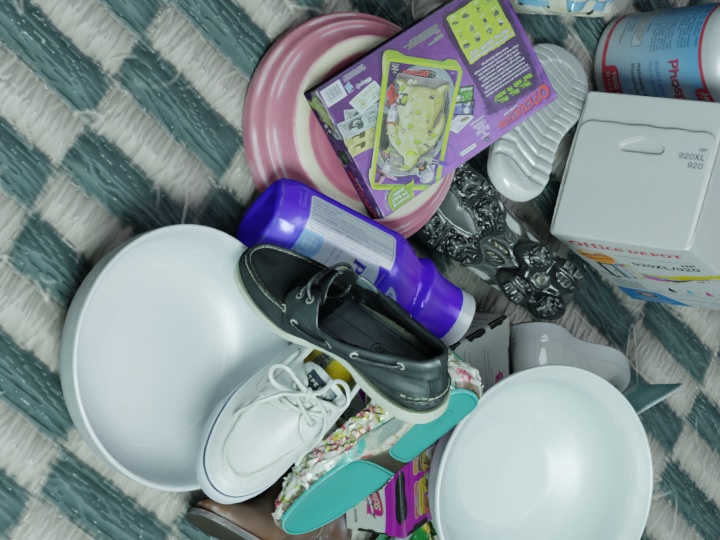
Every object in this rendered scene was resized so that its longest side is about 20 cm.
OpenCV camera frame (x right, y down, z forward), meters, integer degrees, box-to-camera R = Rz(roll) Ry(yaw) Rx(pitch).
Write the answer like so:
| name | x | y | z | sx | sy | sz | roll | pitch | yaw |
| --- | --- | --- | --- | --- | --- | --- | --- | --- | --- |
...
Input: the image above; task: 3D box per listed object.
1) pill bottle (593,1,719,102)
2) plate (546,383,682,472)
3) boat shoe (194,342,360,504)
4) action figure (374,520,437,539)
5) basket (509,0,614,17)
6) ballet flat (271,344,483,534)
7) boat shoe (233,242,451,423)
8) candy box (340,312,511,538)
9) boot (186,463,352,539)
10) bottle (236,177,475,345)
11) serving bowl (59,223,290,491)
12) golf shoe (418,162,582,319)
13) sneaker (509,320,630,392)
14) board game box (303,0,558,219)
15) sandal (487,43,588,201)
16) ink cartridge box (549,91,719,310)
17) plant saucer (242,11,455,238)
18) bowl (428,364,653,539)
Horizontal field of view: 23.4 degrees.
| name | x | y | z | sx | sy | sz | roll | pitch | yaw |
| --- | --- | --- | --- | --- | --- | --- | --- | --- | --- |
| pill bottle | 0.329 | -0.199 | 1.652 | 0.109 | 0.200 | 0.109 | 0 | 90 | -41 |
| plate | 0.199 | 0.147 | 1.561 | 0.200 | 0.200 | 0.026 | -27 | 80 | -38 |
| boat shoe | -0.039 | 0.094 | 1.302 | 0.202 | 0.086 | 0.075 | -42 | 96 | -31 |
| action figure | 0.020 | 0.269 | 1.472 | 0.200 | 0.055 | 0.118 | -54 | 143 | -30 |
| basket | 0.156 | -0.327 | 1.523 | 0.139 | 0.176 | 0.201 | -21 | 118 | -55 |
| ballet flat | 0.009 | 0.127 | 1.338 | 0.200 | 0.064 | 0.076 | -37 | 139 | 14 |
| boat shoe | -0.012 | 0.030 | 1.272 | 0.074 | 0.199 | 0.066 | -31 | 150 | -33 |
| candy box | 0.059 | 0.124 | 1.465 | 0.200 | 0.061 | 0.137 | -24 | 115 | -55 |
| boot | -0.049 | 0.132 | 1.408 | 0.186 | 0.064 | 0.200 | 31 | 73 | -52 |
| bottle | 0.000 | 0.000 | 1.395 | 0.200 | 0.084 | 0.065 | 28 | 42 | -24 |
| serving bowl | -0.149 | 0.065 | 1.318 | 0.200 | 0.066 | 0.201 | 0 | 90 | -42 |
| golf shoe | 0.106 | -0.033 | 1.549 | 0.200 | 0.094 | 0.078 | 44 | 92 | -8 |
| sneaker | 0.189 | 0.107 | 1.596 | 0.200 | 0.073 | 0.085 | 21 | 63 | -53 |
| board game box | 0.061 | -0.143 | 1.422 | 0.200 | 0.032 | 0.120 | -35 | 101 | -24 |
| sandal | 0.151 | -0.138 | 1.594 | 0.082 | 0.050 | 0.203 | 40 | 47 | -12 |
| ink cartridge box | 0.295 | -0.061 | 1.629 | 0.200 | 0.147 | 0.145 | 32 | 71 | -53 |
| plant saucer | 0.002 | -0.115 | 1.434 | 0.200 | 0.051 | 0.201 | 1 | 88 | -29 |
| bowl | 0.131 | 0.172 | 1.412 | 0.201 | 0.090 | 0.202 | -1 | 93 | -25 |
